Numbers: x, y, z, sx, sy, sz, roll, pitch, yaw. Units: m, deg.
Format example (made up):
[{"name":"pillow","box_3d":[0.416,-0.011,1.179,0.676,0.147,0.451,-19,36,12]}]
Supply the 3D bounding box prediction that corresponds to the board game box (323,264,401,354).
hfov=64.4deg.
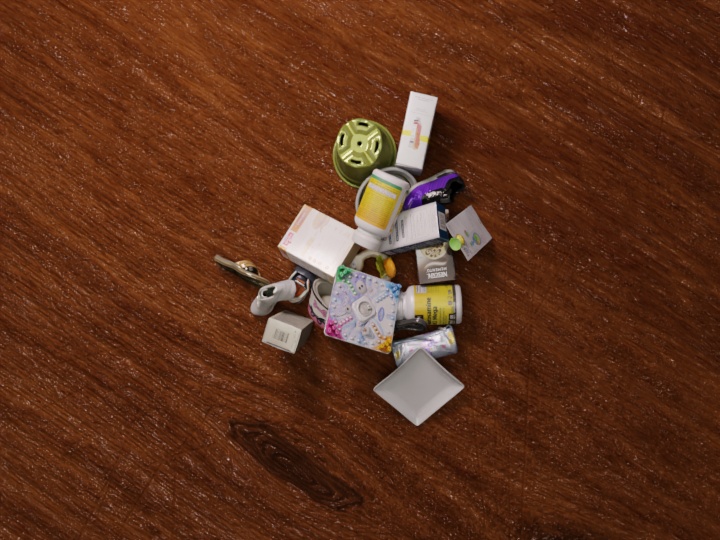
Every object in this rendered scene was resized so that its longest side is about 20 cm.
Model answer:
[{"name":"board game box","box_3d":[0.012,0.104,1.565,0.195,0.026,0.205,18,67,-16]}]

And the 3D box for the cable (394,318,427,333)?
[{"name":"cable","box_3d":[0.102,0.152,1.645,0.198,0.051,0.097,-26,117,40]}]

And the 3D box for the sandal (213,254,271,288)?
[{"name":"sandal","box_3d":[-0.353,-0.006,1.734,0.196,0.081,0.055,27,72,8]}]

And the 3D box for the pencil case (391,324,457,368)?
[{"name":"pencil case","box_3d":[0.187,0.223,1.671,0.195,0.092,0.085,-17,49,7]}]

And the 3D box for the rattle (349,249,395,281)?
[{"name":"rattle","box_3d":[0.000,0.000,1.666,0.194,0.143,0.134,12,111,-1]}]

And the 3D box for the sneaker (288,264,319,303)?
[{"name":"sneaker","box_3d":[-0.159,0.007,1.707,0.077,0.079,0.204,25,92,6]}]

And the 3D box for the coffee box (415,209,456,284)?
[{"name":"coffee box","box_3d":[0.213,-0.065,1.664,0.110,0.080,0.206,-7,86,5]}]

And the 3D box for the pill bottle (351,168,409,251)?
[{"name":"pill bottle","box_3d":[0.050,-0.163,1.567,0.110,0.113,0.204,23,101,4]}]

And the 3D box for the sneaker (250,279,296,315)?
[{"name":"sneaker","box_3d":[-0.276,0.076,1.685,0.199,0.079,0.072,-32,66,39]}]

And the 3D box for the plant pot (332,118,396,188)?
[{"name":"plant pot","box_3d":[0.004,-0.346,1.631,0.194,0.184,0.207,0,91,6]}]

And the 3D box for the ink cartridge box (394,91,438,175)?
[{"name":"ink cartridge box","box_3d":[0.159,-0.385,1.636,0.081,0.145,0.206,13,93,3]}]

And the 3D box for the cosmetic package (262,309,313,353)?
[{"name":"cosmetic package","box_3d":[-0.206,0.174,1.653,0.103,0.200,0.073,19,94,5]}]

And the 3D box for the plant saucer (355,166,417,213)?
[{"name":"plant saucer","box_3d":[0.074,-0.213,1.666,0.195,0.051,0.205,-9,124,-14]}]

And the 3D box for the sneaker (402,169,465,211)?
[{"name":"sneaker","box_3d":[0.215,-0.215,1.629,0.198,0.070,0.100,-32,44,-11]}]

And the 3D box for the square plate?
[{"name":"square plate","box_3d":[0.169,0.336,1.665,0.197,0.029,0.200,41,108,-20]}]

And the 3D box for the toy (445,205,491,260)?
[{"name":"toy","box_3d":[0.298,-0.102,1.624,0.047,0.199,0.117,-33,91,35]}]

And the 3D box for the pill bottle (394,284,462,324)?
[{"name":"pill bottle","box_3d":[0.193,0.100,1.658,0.194,0.112,0.116,-2,91,6]}]

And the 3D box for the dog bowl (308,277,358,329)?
[{"name":"dog bowl","box_3d":[-0.065,0.110,1.650,0.197,0.200,0.075,31,112,3]}]

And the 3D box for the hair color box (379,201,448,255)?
[{"name":"hair color box","box_3d":[0.144,-0.114,1.598,0.196,0.060,0.103,-13,75,34]}]

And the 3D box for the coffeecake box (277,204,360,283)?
[{"name":"coffeecake box","box_3d":[-0.115,-0.075,1.661,0.197,0.073,0.156,27,73,16]}]
